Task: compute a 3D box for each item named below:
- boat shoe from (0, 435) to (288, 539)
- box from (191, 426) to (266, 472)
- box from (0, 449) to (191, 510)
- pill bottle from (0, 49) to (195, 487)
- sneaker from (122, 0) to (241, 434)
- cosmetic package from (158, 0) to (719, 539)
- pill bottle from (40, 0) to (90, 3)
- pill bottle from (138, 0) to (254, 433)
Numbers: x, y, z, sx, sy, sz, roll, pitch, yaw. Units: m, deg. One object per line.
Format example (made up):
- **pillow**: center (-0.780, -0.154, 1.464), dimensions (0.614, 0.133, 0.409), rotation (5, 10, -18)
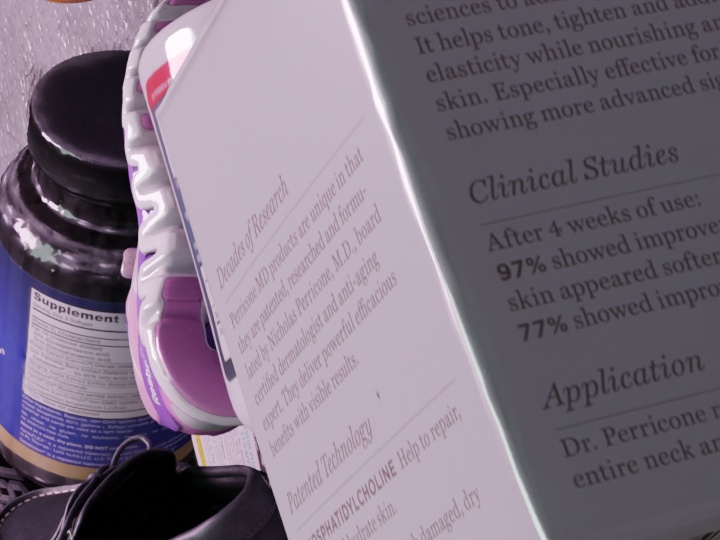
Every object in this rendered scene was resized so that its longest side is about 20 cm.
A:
- **boat shoe**: center (-0.088, 0.102, 1.041), dimensions (0.200, 0.075, 0.062), rotation (1, 130, 50)
- **box**: center (-0.013, 0.085, 1.113), dimensions (0.200, 0.049, 0.082), rotation (-17, 85, 66)
- **box**: center (-0.188, 0.081, 1.316), dimensions (0.050, 0.198, 0.200), rotation (-53, 48, 34)
- **pill bottle**: center (-0.117, 0.001, 1.232), dimensions (0.112, 0.112, 0.200), rotation (56, 148, 40)
- **sneaker**: center (-0.064, -0.019, 1.078), dimensions (0.088, 0.080, 0.200), rotation (121, 151, -61)
- **cosmetic package**: center (0.063, -0.004, 0.756), dimensions (0.166, 0.167, 0.200), rotation (129, 126, -61)
- **pill bottle**: center (-0.100, -0.182, 1.109), dimensions (0.200, 0.113, 0.113), rotation (-10, 92, 66)
- **pill bottle**: center (0.000, 0.000, 0.959), dimensions (0.120, 0.119, 0.200), rotation (-38, 66, 64)
